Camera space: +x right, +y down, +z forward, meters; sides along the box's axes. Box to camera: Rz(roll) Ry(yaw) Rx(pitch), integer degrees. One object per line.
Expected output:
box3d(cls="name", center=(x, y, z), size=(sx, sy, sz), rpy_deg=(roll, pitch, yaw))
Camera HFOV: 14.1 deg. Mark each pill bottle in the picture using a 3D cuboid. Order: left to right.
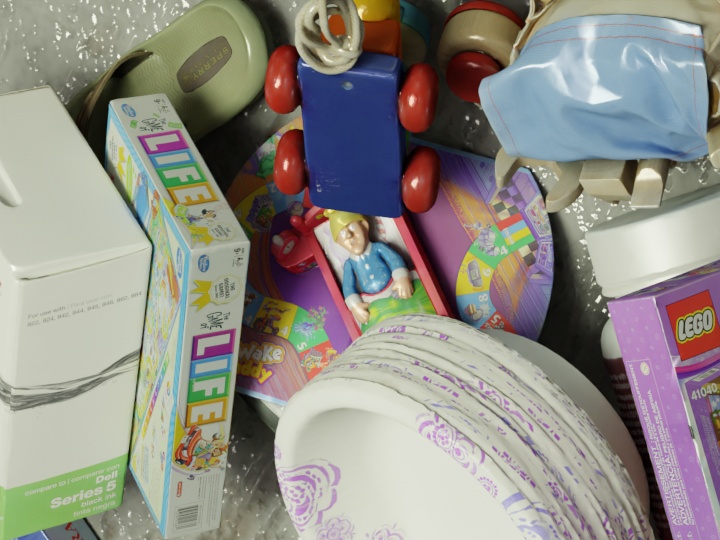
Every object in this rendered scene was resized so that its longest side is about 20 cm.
box3d(cls="pill bottle", center=(0.185, 0.062, 1.433), size=(0.114, 0.114, 0.201), rpy_deg=(-15, 94, 32))

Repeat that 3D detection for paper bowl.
box3d(cls="paper bowl", center=(0.062, 0.111, 1.431), size=(0.200, 0.104, 0.201), rpy_deg=(30, 143, 27))

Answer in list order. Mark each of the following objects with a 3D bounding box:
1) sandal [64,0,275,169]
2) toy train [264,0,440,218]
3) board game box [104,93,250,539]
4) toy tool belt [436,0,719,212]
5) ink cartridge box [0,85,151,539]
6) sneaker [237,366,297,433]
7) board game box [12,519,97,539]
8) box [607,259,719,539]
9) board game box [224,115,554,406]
box3d(cls="sandal", center=(-0.127, -0.083, 1.612), size=(0.201, 0.057, 0.080), rpy_deg=(-43, 78, 36))
box3d(cls="toy train", center=(0.003, -0.125, 1.446), size=(0.084, 0.116, 0.200), rpy_deg=(8, 147, 8))
box3d(cls="board game box", center=(-0.106, 0.025, 1.571), size=(0.135, 0.034, 0.201), rpy_deg=(-122, 30, -44))
box3d(cls="toy tool belt", center=(0.114, -0.088, 1.413), size=(0.199, 0.123, 0.125), rpy_deg=(-7, 135, 31))
box3d(cls="ink cartridge box", center=(-0.186, 0.023, 1.597), size=(0.146, 0.084, 0.201), rpy_deg=(55, 147, 38))
box3d(cls="sneaker", center=(-0.001, 0.112, 1.582), size=(0.200, 0.077, 0.092), rpy_deg=(36, 125, 23))
box3d(cls="board game box", center=(-0.207, 0.247, 1.752), size=(0.199, 0.041, 0.200), rpy_deg=(-42, 79, 31))
box3d(cls="box", center=(0.218, 0.051, 1.364), size=(0.039, 0.199, 0.138), rpy_deg=(-9, 98, 58))
box3d(cls="board game box", center=(0.000, 0.000, 1.527), size=(0.199, 0.039, 0.159), rpy_deg=(16, 83, 23))
